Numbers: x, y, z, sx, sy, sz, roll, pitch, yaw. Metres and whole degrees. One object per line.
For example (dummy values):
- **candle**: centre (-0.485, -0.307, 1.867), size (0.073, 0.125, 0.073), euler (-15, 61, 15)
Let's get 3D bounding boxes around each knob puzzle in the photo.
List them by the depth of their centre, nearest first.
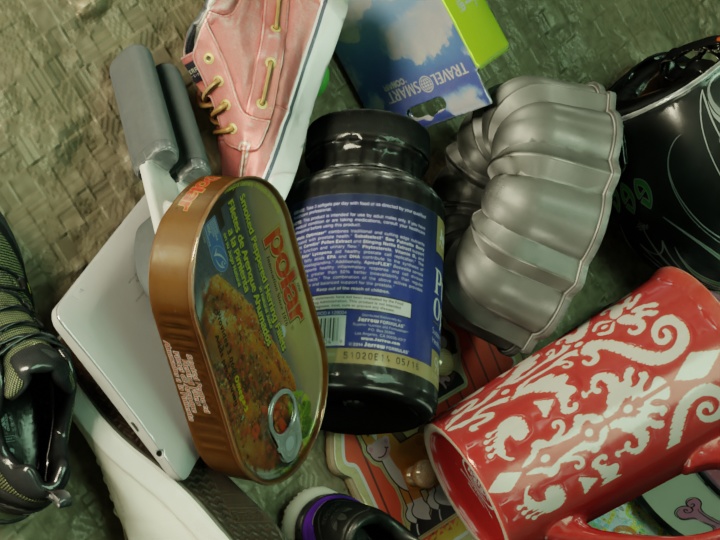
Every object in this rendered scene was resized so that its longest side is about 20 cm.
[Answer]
- **knob puzzle**: centre (0.053, 0.095, 1.456), size (0.219, 0.030, 0.220), euler (10, 73, -37)

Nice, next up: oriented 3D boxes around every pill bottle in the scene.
- **pill bottle**: centre (0.000, 0.000, 1.379), size (0.112, 0.112, 0.200), euler (19, 65, -35)

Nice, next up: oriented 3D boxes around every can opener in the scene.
- **can opener**: centre (-0.127, -0.062, 1.290), size (0.053, 0.066, 0.200), euler (33, 30, -39)

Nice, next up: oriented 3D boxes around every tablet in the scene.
- **tablet**: centre (-0.117, 0.031, 1.290), size (0.130, 0.014, 0.200), euler (55, 28, -15)

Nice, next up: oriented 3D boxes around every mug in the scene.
- **mug**: centre (0.163, 0.110, 1.368), size (0.200, 0.178, 0.134), euler (-28, 125, -14)

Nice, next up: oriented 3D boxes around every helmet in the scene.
- **helmet**: centre (0.285, -0.077, 1.588), size (0.200, 0.200, 0.191), euler (-43, 107, -38)

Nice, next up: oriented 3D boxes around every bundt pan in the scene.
- **bundt pan**: centre (0.100, -0.046, 1.429), size (0.076, 0.202, 0.202), euler (18, 67, -15)

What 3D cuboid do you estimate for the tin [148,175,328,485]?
- **tin**: centre (-0.070, 0.035, 1.232), size (0.112, 0.042, 0.200), euler (-46, 134, -42)

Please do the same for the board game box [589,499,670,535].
- **board game box**: centre (0.176, 0.200, 1.505), size (0.200, 0.034, 0.135), euler (19, 67, -46)

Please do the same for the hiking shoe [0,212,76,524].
- **hiking shoe**: centre (-0.202, 0.045, 1.212), size (0.076, 0.101, 0.200), euler (-11, 86, -41)

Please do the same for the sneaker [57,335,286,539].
- **sneaker**: centre (-0.137, 0.131, 1.271), size (0.200, 0.085, 0.073), euler (50, 32, 9)

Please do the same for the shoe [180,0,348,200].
- **shoe**: centre (-0.081, -0.108, 1.365), size (0.091, 0.071, 0.200), euler (21, 79, -15)

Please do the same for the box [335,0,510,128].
- **box**: centre (0.018, -0.197, 1.438), size (0.048, 0.122, 0.200), euler (-37, 103, -40)

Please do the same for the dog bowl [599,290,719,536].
- **dog bowl**: centre (0.258, 0.102, 1.557), size (0.200, 0.074, 0.200), euler (32, 45, -38)

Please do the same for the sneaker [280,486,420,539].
- **sneaker**: centre (0.036, 0.224, 1.356), size (0.200, 0.099, 0.070), euler (47, 67, -18)

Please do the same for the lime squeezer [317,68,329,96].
- **lime squeezer**: centre (-0.062, -0.153, 1.427), size (0.071, 0.038, 0.200), euler (-16, 90, -9)
